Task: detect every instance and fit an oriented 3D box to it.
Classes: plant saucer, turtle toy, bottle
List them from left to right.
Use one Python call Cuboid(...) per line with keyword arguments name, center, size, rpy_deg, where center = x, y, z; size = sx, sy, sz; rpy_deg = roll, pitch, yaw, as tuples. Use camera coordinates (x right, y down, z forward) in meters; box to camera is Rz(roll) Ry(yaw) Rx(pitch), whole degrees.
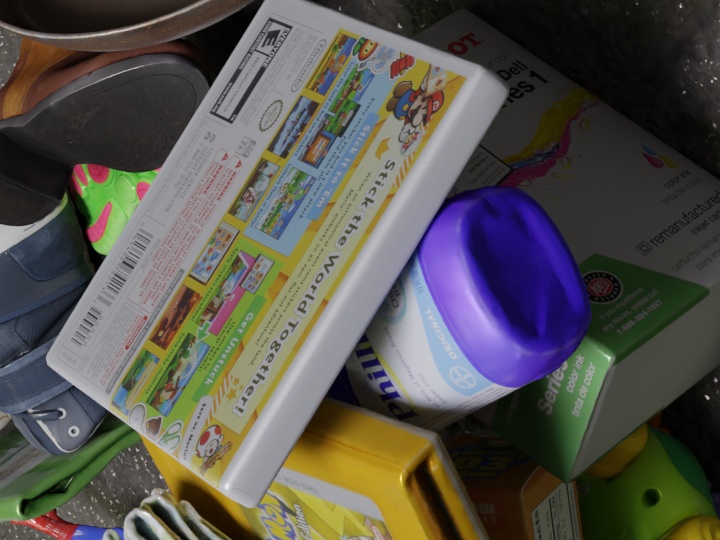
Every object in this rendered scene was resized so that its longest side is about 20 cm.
Cuboid(name="plant saucer", center=(-0.092, -0.167, 1.278), size=(0.199, 0.200, 0.032), rpy_deg=(16, 145, 37))
Cuboid(name="bottle", center=(0.014, 0.033, 1.164), size=(0.200, 0.065, 0.084), rpy_deg=(-31, 85, 50))
Cuboid(name="turtle toy", center=(0.132, 0.142, 1.311), size=(0.146, 0.101, 0.200), rpy_deg=(-41, 86, 35))

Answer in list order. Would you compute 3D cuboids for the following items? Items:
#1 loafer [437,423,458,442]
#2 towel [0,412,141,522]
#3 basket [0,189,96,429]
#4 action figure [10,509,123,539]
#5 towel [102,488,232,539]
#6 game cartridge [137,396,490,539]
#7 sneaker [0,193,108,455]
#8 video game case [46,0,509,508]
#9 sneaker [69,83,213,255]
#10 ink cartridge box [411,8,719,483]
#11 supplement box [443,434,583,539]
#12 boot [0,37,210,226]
Cuboid(name="loafer", center=(0.000, 0.000, 1.391), size=(0.069, 0.070, 0.201), rpy_deg=(-14, 100, 7))
Cuboid(name="towel", center=(-0.186, 0.111, 1.550), size=(0.200, 0.149, 0.031), rpy_deg=(-11, 112, 55))
Cuboid(name="basket", center=(-0.278, 0.015, 1.568), size=(0.199, 0.198, 0.162), rpy_deg=(-2, 117, 44))
Cuboid(name="action figure", center=(-0.108, 0.171, 1.594), size=(0.199, 0.052, 0.065), rpy_deg=(26, 171, 15))
Cuboid(name="towel", center=(-0.039, 0.197, 1.258), size=(0.171, 0.048, 0.200), rpy_deg=(34, 156, 21))
Cuboid(name="game cartridge", center=(-0.012, 0.122, 1.194), size=(0.199, 0.032, 0.177), rpy_deg=(13, 139, 45))
Cuboid(name="sneaker", center=(-0.218, 0.053, 1.433), size=(0.077, 0.202, 0.147), rpy_deg=(23, 140, 57))
Cuboid(name="video game case", center=(-0.040, -0.016, 1.151), size=(0.023, 0.201, 0.182), rpy_deg=(34, 176, -34))
Cuboid(name="sneaker", center=(-0.090, -0.062, 1.405), size=(0.200, 0.083, 0.077), rpy_deg=(-17, 95, 65))
Cuboid(name="ink cartridge box", center=(0.069, -0.017, 1.242), size=(0.200, 0.145, 0.084), rpy_deg=(36, 135, 23))
Cuboid(name="supplement box", center=(0.071, 0.180, 1.260), size=(0.066, 0.069, 0.201), rpy_deg=(-1, 105, 28))
Cuboid(name="boot", center=(-0.118, -0.137, 1.347), size=(0.068, 0.201, 0.188), rpy_deg=(24, 150, -22))
